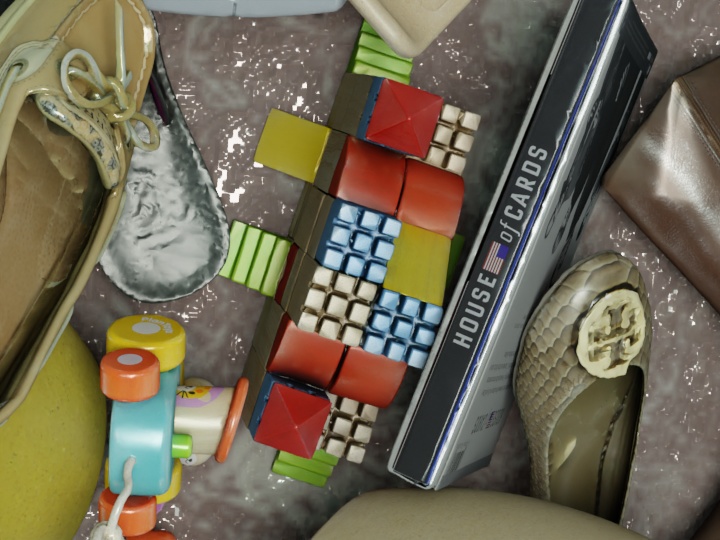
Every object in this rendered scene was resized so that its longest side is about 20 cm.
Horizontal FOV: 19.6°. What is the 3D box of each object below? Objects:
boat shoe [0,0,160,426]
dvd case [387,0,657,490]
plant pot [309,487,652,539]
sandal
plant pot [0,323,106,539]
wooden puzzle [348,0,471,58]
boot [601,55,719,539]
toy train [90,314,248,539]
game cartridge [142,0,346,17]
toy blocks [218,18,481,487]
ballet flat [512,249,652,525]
[{"bbox_3d":[-0.111,-0.025,0.734,0.073,0.062,0.201,41,56,-39],"label":"boat shoe"},{"bbox_3d":[0.070,-0.011,0.853,0.025,0.150,0.201,23,93,11],"label":"dvd case"},{"bbox_3d":[0.028,0.163,0.813,0.134,0.200,0.201,35,91,15],"label":"plant pot"},{"bbox_3d":[-0.111,-0.082,0.868,0.075,0.048,0.201,-29,95,-5],"label":"sandal"},{"bbox_3d":[-0.185,0.058,0.820,0.141,0.200,0.201,17,94,-37],"label":"plant pot"},{"bbox_3d":[0.014,-0.213,0.857,0.185,0.046,0.200,47,67,-13],"label":"wooden puzzle"},{"bbox_3d":[0.152,0.023,0.900,0.186,0.064,0.200,-43,108,-16],"label":"boot"},{"bbox_3d":[-0.074,0.100,0.836,0.055,0.200,0.151,2,72,-3],"label":"toy train"},{"bbox_3d":[-0.092,-0.167,0.779,0.199,0.042,0.134,15,125,4],"label":"game cartridge"},{"bbox_3d":[0.000,0.000,0.849,0.099,0.137,0.201,18,94,-9],"label":"toy blocks"},{"bbox_3d":[0.094,0.083,0.874,0.067,0.046,0.201,-13,127,-27],"label":"ballet flat"}]
